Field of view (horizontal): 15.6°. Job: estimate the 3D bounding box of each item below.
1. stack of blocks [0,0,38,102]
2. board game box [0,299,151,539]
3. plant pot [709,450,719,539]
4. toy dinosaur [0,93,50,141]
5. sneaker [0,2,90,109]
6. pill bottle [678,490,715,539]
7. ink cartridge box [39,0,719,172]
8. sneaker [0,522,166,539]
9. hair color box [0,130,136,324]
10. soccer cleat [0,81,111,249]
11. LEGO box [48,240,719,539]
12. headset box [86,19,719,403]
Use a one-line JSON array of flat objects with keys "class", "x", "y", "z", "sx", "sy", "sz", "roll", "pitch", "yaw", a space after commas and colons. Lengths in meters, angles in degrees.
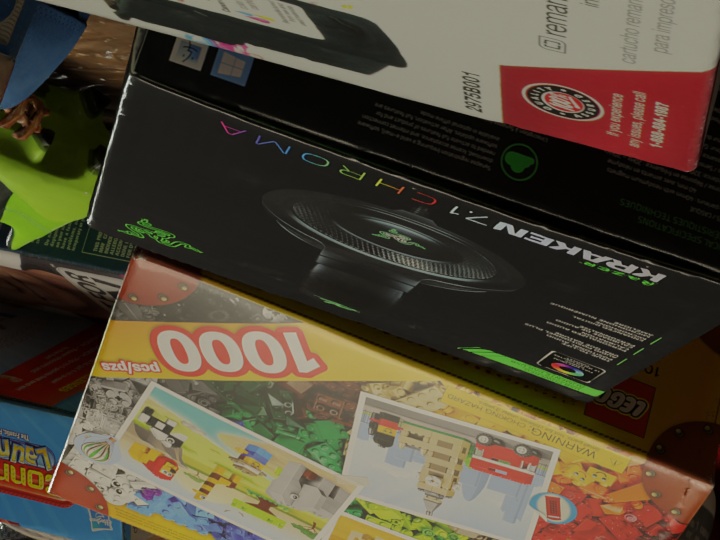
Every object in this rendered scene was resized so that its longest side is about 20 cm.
[{"class": "stack of blocks", "x": -0.175, "y": -0.110, "z": 0.675, "sx": 0.199, "sy": 0.116, "sz": 0.059, "roll": 21, "pitch": 166, "yaw": -12}, {"class": "board game box", "x": -0.135, "y": 0.043, "z": 1.146, "sx": 0.195, "sy": 0.056, "sz": 0.200, "roll": 11, "pitch": -160, "yaw": 25}, {"class": "plant pot", "x": 0.150, "y": 0.169, "z": 1.273, "sx": 0.200, "sy": 0.201, "sz": 0.177, "roll": 19, "pitch": 177, "yaw": -7}, {"class": "toy dinosaur", "x": -0.198, "y": -0.085, "z": 0.819, "sx": 0.200, "sy": 0.136, "sz": 0.102, "roll": 34, "pitch": -152, "yaw": 0}, {"class": "sneaker", "x": -0.162, "y": -0.124, "z": 0.749, "sx": 0.200, "sy": 0.079, "sz": 0.066, "roll": 38, "pitch": 179, "yaw": -7}, {"class": "pill bottle", "x": 0.085, "y": 0.127, "z": 1.114, "sx": 0.113, "sy": 0.201, "sz": 0.114, "roll": 17, "pitch": 166, "yaw": 4}, {"class": "ink cartridge box", "x": -0.010, "y": -0.102, "z": 0.572, "sx": 0.199, "sy": 0.083, "sz": 0.146, "roll": 15, "pitch": 167, "yaw": 8}, {"class": "sneaker", "x": -0.064, "y": 0.123, "z": 1.120, "sx": 0.199, "sy": 0.075, "sz": 0.081, "roll": 10, "pitch": -160, "yaw": 24}, {"class": "hair color box", "x": -0.122, "y": -0.019, "z": 1.087, "sx": 0.199, "sy": 0.061, "sz": 0.100, "roll": 11, "pitch": 165, "yaw": 25}, {"class": "soccer cleat", "x": -0.179, "y": -0.058, "z": 0.958, "sx": 0.200, "sy": 0.068, "sz": 0.081, "roll": 26, "pitch": 133, "yaw": -35}, {"class": "LEGO box", "x": 0.010, "y": 0.046, "z": 0.900, "sx": 0.199, "sy": 0.077, "sz": 0.149, "roll": 21, "pitch": 140, "yaw": -3}, {"class": "headset box", "x": 0.019, "y": -0.043, "z": 0.749, "sx": 0.173, "sy": 0.093, "sz": 0.200, "roll": 19, "pitch": 167, "yaw": -6}]
